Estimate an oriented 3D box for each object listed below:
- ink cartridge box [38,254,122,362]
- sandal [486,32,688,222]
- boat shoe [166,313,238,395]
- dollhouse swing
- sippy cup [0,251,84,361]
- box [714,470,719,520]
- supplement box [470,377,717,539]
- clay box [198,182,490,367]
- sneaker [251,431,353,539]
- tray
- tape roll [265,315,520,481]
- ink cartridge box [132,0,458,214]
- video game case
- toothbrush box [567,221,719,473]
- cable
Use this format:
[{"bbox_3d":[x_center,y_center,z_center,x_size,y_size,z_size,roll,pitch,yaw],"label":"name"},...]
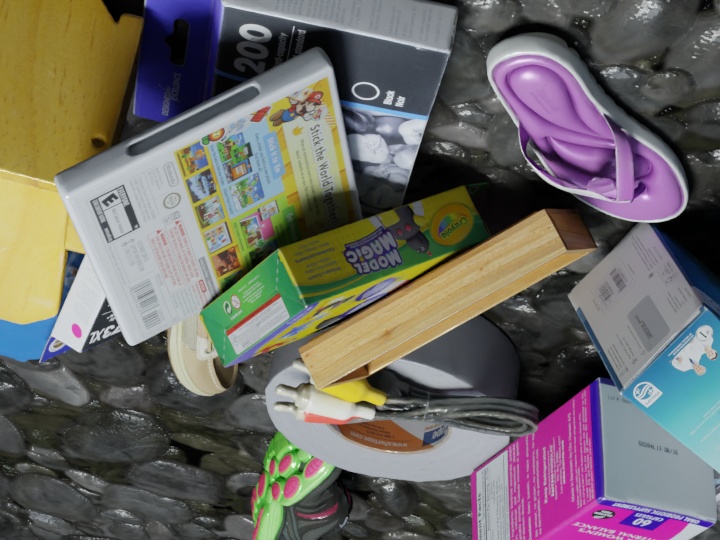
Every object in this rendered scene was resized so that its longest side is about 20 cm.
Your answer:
[{"bbox_3d":[-0.151,-0.003,1.327,0.037,0.095,0.200,50,136,17],"label":"ink cartridge box"},{"bbox_3d":[0.143,-0.078,1.268,0.082,0.050,0.203,-16,138,36],"label":"sandal"},{"bbox_3d":[-0.112,0.033,1.500,0.065,0.072,0.200,5,141,11],"label":"boat shoe"},{"bbox_3d":[-0.261,-0.088,1.289,0.200,0.182,0.176,14,159,-3],"label":"dollhouse swing"},{"bbox_3d":[-0.242,-0.011,1.417,0.140,0.131,0.178,-19,136,38],"label":"sippy cup"},{"bbox_3d":[0.285,0.125,1.534,0.158,0.048,0.200,19,146,-13],"label":"box"},{"bbox_3d":[0.175,0.174,1.494,0.101,0.104,0.200,14,149,-21],"label":"supplement box"},{"bbox_3d":[0.000,0.000,1.327,0.200,0.048,0.115,-19,169,-39],"label":"clay box"},{"bbox_3d":[-0.044,0.192,1.733,0.084,0.077,0.200,1,153,-16],"label":"sneaker"},{"bbox_3d":[0.061,0.018,1.347,0.200,0.037,0.099,-31,171,18],"label":"tray"},{"bbox_3d":[0.026,0.094,1.553,0.200,0.066,0.200,8,146,5],"label":"tape roll"},{"bbox_3d":[-0.052,-0.121,1.271,0.200,0.043,0.198,13,148,-2],"label":"ink cartridge box"},{"bbox_3d":[-0.090,-0.043,1.243,0.182,0.023,0.200,-27,151,-9],"label":"video game case"},{"bbox_3d":[0.254,0.075,1.341,0.200,0.146,0.085,36,106,-24],"label":"toothbrush box"},{"bbox_3d":[0.031,0.111,1.469,0.200,0.050,0.097,17,147,-6],"label":"cable"}]
